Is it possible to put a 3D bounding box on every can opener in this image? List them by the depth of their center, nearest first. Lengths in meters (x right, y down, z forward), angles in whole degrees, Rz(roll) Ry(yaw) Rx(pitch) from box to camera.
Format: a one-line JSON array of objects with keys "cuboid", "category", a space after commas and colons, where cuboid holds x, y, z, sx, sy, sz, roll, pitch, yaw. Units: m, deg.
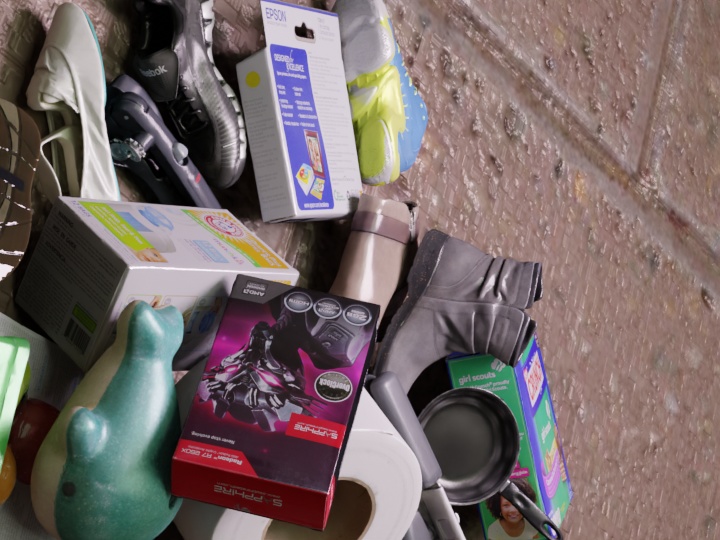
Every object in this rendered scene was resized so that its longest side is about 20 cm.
[{"cuboid": [-0.163, -0.081, 1.656, 0.200, 0.063, 0.079, 56, 46, -26], "category": "can opener"}, {"cuboid": [0.044, 0.192, 1.754, 0.066, 0.052, 0.201, -32, 104, -47], "category": "can opener"}]

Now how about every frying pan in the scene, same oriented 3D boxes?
[{"cuboid": [0.131, 0.182, 1.822, 0.189, 0.031, 0.115, 22, 88, -20], "category": "frying pan"}]

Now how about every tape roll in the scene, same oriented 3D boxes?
[{"cuboid": [-0.066, 0.172, 1.590, 0.202, 0.139, 0.203, -18, 133, -20], "category": "tape roll"}]

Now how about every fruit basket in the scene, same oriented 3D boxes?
[{"cuboid": [-0.287, 0.131, 1.474, 0.200, 0.093, 0.186, 42, 52, -56], "category": "fruit basket"}]

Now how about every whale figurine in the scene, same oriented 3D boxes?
[{"cuboid": [-0.175, 0.126, 1.461, 0.201, 0.103, 0.159, -69, 159, 1], "category": "whale figurine"}]

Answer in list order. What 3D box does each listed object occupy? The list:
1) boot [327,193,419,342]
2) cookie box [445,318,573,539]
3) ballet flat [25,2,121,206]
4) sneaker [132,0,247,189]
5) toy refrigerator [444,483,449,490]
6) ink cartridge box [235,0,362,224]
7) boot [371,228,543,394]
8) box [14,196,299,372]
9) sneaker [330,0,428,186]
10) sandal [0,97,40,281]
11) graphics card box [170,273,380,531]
[{"cuboid": [0.000, 0.000, 1.798, 0.200, 0.070, 0.147, -13, 115, -68], "category": "boot"}, {"cuboid": [0.154, 0.164, 1.925, 0.171, 0.075, 0.201, -34, 111, -74], "category": "cookie box"}, {"cuboid": [-0.245, -0.123, 1.572, 0.069, 0.069, 0.201, -14, 97, -49], "category": "ballet flat"}, {"cuboid": [-0.160, -0.168, 1.669, 0.090, 0.066, 0.201, -12, 89, -55], "category": "sneaker"}, {"cuboid": [0.026, 0.228, 1.815, 0.200, 0.070, 0.076, -42, 114, -45], "category": "toy refrigerator"}, {"cuboid": [-0.057, -0.146, 1.761, 0.198, 0.047, 0.201, -6, 85, -70], "category": "ink cartridge box"}, {"cuboid": [0.093, 0.069, 1.813, 0.070, 0.131, 0.201, -6, 117, -78], "category": "boot"}, {"cuboid": [-0.168, 0.013, 1.570, 0.199, 0.112, 0.102, 3, 120, -49], "category": "box"}, {"cuboid": [0.018, -0.186, 1.891, 0.105, 0.075, 0.201, -8, 97, -62], "category": "sneaker"}, {"cuboid": [-0.305, -0.056, 1.490, 0.082, 0.054, 0.201, 34, 39, -32], "category": "sandal"}, {"cuboid": [-0.064, 0.099, 1.475, 0.051, 0.125, 0.201, 96, 8, -47], "category": "graphics card box"}]
